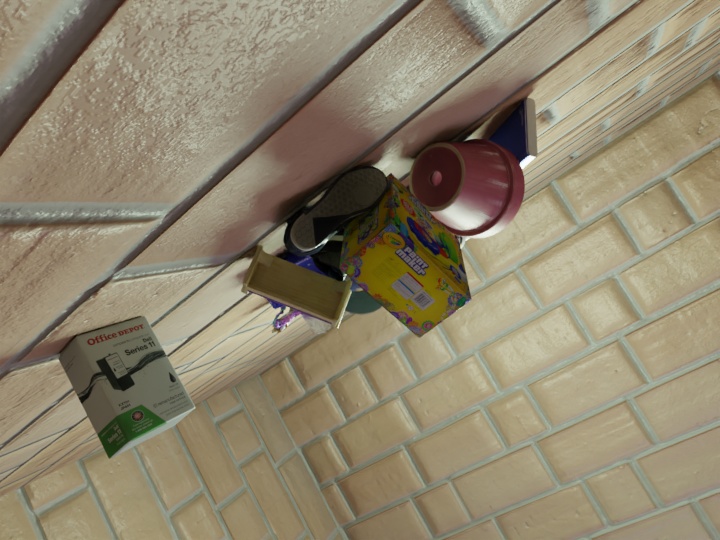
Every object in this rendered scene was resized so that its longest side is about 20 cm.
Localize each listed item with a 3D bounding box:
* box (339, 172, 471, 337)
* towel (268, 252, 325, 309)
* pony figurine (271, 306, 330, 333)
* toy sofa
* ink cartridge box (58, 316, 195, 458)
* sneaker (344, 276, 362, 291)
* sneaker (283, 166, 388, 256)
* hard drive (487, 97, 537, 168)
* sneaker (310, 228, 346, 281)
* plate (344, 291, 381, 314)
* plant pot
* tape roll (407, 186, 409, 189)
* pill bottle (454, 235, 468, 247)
[{"bbox_3d":[0.077,-0.030,0.990,0.122,0.200,0.194,-39,-156,24],"label":"box"},{"bbox_3d":[-0.137,-0.001,1.236,0.198,0.050,0.148,-29,153,0],"label":"towel"},{"bbox_3d":[-0.158,0.102,1.623,0.192,0.167,0.200,-28,-168,47],"label":"pony figurine"},{"bbox_3d":[-0.121,0.037,1.068,0.098,0.198,0.084,117,-6,-69],"label":"toy sofa"},{"bbox_3d":[-0.408,0.197,0.984,0.083,0.201,0.146,-39,170,32],"label":"ink cartridge box"},{"bbox_3d":[0.028,-0.009,1.205,0.197,0.076,0.088,-8,154,13],"label":"sneaker"},{"bbox_3d":[-0.050,-0.100,0.979,0.202,0.077,0.146,-38,-177,-17],"label":"sneaker"},{"bbox_3d":[0.313,-0.256,1.206,0.025,0.134,0.200,8,160,-13],"label":"hard drive"},{"bbox_3d":[-0.012,-0.025,1.102,0.198,0.113,0.073,14,156,-24],"label":"sneaker"},{"bbox_3d":[0.000,0.000,1.294,0.199,0.202,0.026,-34,168,21],"label":"plate"},{"bbox_3d":[0.197,-0.169,1.107,0.199,0.202,0.178,-36,156,33],"label":"plant pot"},{"bbox_3d":[0.127,-0.149,1.362,0.199,0.067,0.200,-30,172,-5],"label":"tape roll"},{"bbox_3d":[0.180,-0.081,1.335,0.199,0.112,0.111,-27,172,-32],"label":"pill bottle"}]
